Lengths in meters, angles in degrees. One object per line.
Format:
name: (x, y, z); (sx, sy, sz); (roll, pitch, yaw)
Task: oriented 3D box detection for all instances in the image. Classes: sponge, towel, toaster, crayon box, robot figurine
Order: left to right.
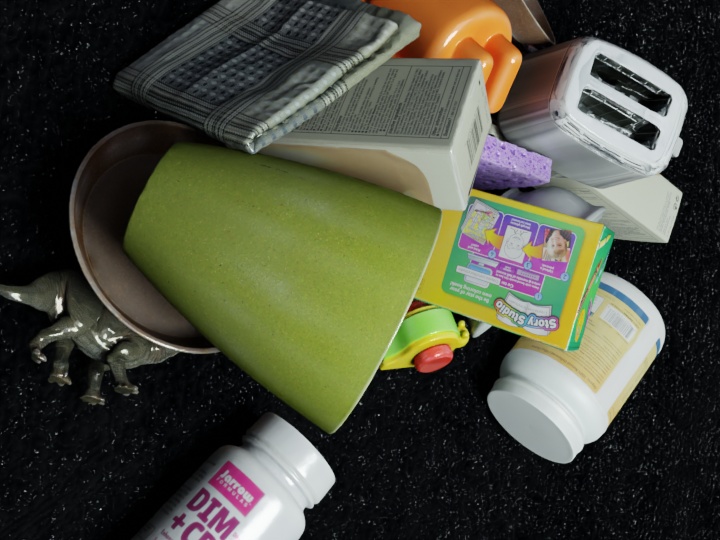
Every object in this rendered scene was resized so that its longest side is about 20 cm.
towel: (-0.079, -0.181, 0.703); (0.200, 0.191, 0.035); (-40, 137, -26)
robot figurine: (0.063, -0.229, 0.812); (0.143, 0.201, 0.117); (-38, 150, -2)
sponge: (0.089, -0.119, 0.865); (0.198, 0.111, 0.030); (13, 83, -40)
crayon box: (0.130, -0.010, 0.828); (0.058, 0.198, 0.121); (8, 100, -66)
toaster: (0.234, -0.164, 0.878); (0.198, 0.129, 0.115); (25, 83, -17)

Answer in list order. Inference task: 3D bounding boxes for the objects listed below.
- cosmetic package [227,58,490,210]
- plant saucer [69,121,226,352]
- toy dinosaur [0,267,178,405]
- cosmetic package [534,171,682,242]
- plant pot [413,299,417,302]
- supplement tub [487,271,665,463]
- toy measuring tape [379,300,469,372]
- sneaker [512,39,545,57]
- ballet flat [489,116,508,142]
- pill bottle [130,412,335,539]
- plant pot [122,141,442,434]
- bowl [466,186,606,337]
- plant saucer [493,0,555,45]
cosmetic package: (0.000, -0.117, 0.714); (0.071, 0.197, 0.106); (67, 37, -50)
plant saucer: (-0.151, -0.026, 0.716); (0.198, 0.034, 0.203); (19, 59, -35)
toy dinosaur: (-0.222, 0.045, 0.710); (0.198, 0.077, 0.104); (28, 53, -27)
cosmetic package: (0.297, -0.106, 1.054); (0.199, 0.104, 0.072); (27, 80, -39)
plant pot: (0.000, 0.000, 0.881); (0.197, 0.027, 0.204); (-10, 109, -32)
supplement tub: (0.258, 0.114, 1.033); (0.200, 0.144, 0.146); (-47, 122, -22)
toy measuring tape: (0.036, 0.068, 0.862); (0.197, 0.073, 0.075); (-2, 99, -34)
sneaker: (0.174, -0.233, 0.957); (0.198, 0.074, 0.082); (20, 86, -37)
ballet flat: (0.115, -0.165, 0.929); (0.198, 0.062, 0.068); (26, 82, -37)
pill bottle: (-0.122, 0.235, 0.782); (0.200, 0.113, 0.114); (-46, 121, -23)
plant pot: (-0.068, -0.010, 0.644); (0.198, 0.187, 0.189); (28, 79, -4)
bowl: (0.168, -0.026, 0.947); (0.200, 0.202, 0.090); (-37, 76, -27)
plant saucer: (0.138, -0.312, 0.879); (0.200, 0.034, 0.202); (46, 28, -32)
